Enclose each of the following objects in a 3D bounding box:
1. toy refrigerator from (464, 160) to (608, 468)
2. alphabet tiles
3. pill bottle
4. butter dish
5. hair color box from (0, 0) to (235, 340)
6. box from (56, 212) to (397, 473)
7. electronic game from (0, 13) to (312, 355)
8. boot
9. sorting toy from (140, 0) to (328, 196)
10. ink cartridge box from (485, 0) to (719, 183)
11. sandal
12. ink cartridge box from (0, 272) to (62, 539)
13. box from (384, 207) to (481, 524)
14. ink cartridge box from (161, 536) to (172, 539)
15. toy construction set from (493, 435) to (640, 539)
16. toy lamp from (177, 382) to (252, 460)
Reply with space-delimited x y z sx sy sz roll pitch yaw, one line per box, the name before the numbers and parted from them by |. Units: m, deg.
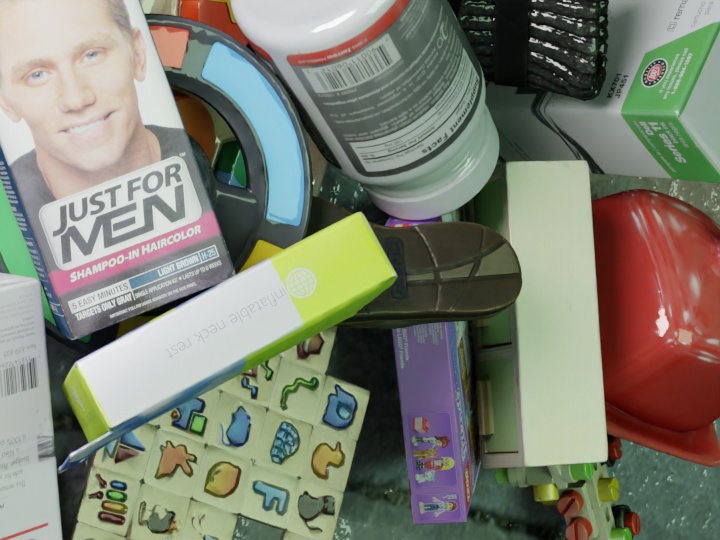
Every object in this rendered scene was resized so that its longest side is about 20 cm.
toy refrigerator | 0.114 0.031 1.428 0.069 0.076 0.202 -2 86 -20
alphabet tiles | -0.080 0.110 1.272 0.166 0.008 0.202 22 73 -26
pill bottle | 0.009 -0.124 1.288 0.116 0.115 0.200 -61 145 -21
butter dish | 0.232 0.019 1.540 0.199 0.147 0.201 20 46 -47
hair color box | -0.149 -0.074 1.149 0.099 0.060 0.202 -22 98 -13
box | -0.084 0.042 1.162 0.199 0.122 0.048 -28 87 -14
electronic game | -0.121 -0.046 1.212 0.198 0.042 0.202 -4 100 -21
boot | 0.075 -0.197 1.335 0.212 0.156 0.080 71 31 -48
sorting toy | -0.081 -0.107 1.298 0.199 0.036 0.187 28 76 -46
ink cartridge box | 0.183 -0.145 1.463 0.083 0.199 0.147 43 65 -39
sandal | 0.000 0.000 1.302 0.198 0.055 0.082 2 70 -17
ink cartridge box | -0.228 0.109 1.148 0.115 0.066 0.202 -14 106 -46
box | 0.051 0.050 1.418 0.137 0.039 0.202 -63 148 -71
ink cartridge box | -0.117 0.271 1.236 0.147 0.086 0.201 -28 126 6
toy construction set | 0.150 0.177 1.556 0.131 0.091 0.202 -41 134 -61
toy lamp | -0.056 0.052 1.336 0.200 0.058 0.059 -44 126 -33
